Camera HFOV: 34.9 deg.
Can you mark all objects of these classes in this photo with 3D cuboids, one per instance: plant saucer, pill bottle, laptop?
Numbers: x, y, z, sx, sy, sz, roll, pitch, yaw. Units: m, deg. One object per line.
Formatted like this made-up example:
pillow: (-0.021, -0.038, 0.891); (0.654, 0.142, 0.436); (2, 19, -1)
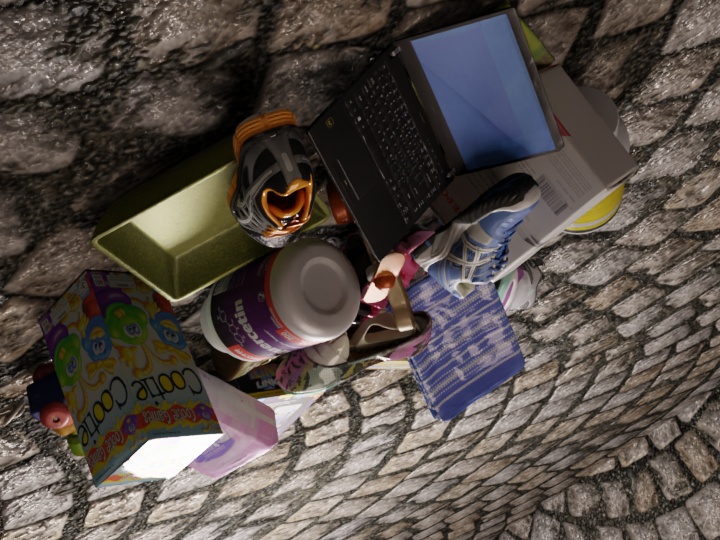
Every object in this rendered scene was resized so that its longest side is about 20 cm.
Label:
plant saucer: (-0.148, -0.061, 1.146); (0.199, 0.048, 0.200); (-28, 157, 5)
pill bottle: (-0.097, 0.039, 1.281); (0.112, 0.113, 0.200); (-6, 170, -39)
laptop: (0.076, -0.124, 1.084); (0.200, 0.103, 0.178); (-48, 132, -21)
pill bottle: (0.256, -0.129, 1.337); (0.112, 0.112, 0.200); (-25, 157, -2)

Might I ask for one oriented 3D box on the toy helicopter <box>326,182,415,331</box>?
toy helicopter: (0.029, -0.006, 1.236); (0.079, 0.133, 0.200); (-17, 128, 5)

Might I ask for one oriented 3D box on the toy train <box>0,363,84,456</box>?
toy train: (-0.346, 0.174, 1.333); (0.199, 0.085, 0.116); (-24, 130, -6)

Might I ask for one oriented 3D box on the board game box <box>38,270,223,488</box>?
board game box: (-0.245, 0.113, 1.213); (0.103, 0.201, 0.105); (-41, 153, 31)

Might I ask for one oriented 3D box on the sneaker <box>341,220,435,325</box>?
sneaker: (0.000, 0.000, 1.356); (0.200, 0.096, 0.079); (-39, 152, 8)

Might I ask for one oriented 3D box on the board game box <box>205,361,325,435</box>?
board game box: (-0.172, 0.197, 1.646); (0.199, 0.057, 0.165); (-4, 150, -41)

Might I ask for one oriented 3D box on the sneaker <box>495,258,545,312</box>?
sneaker: (0.204, 0.050, 1.698); (0.139, 0.078, 0.200); (-6, 150, -38)

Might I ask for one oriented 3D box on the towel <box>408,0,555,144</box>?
towel: (0.093, -0.185, 1.169); (0.200, 0.023, 0.144); (-35, 155, 17)

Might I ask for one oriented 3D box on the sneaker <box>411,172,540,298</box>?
sneaker: (0.134, -0.036, 1.200); (0.076, 0.077, 0.200); (-37, 178, -33)

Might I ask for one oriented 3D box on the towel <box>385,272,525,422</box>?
towel: (0.122, 0.084, 1.434); (0.144, 0.024, 0.200); (-32, 121, -10)

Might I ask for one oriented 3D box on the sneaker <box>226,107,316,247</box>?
sneaker: (-0.077, -0.065, 1.054); (0.078, 0.077, 0.200); (-24, 158, -10)

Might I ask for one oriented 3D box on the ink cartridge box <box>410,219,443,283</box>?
ink cartridge box: (0.142, -0.034, 1.473); (0.200, 0.067, 0.116); (-37, 155, 24)

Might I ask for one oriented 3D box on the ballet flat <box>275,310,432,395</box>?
ballet flat: (-0.005, 0.083, 1.319); (0.199, 0.069, 0.071); (-15, 143, -23)

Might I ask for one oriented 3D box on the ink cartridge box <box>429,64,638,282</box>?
ink cartridge box: (0.175, -0.101, 1.233); (0.085, 0.146, 0.200); (-30, 171, -45)

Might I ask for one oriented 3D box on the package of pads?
package of pads: (-0.214, 0.189, 1.471); (0.120, 0.076, 0.200); (-35, 130, 26)

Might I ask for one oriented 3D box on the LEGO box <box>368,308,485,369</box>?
LEGO box: (0.062, 0.089, 1.518); (0.199, 0.078, 0.149); (3, 171, -25)

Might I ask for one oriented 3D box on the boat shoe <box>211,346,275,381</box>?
boat shoe: (-0.121, 0.076, 1.440); (0.063, 0.074, 0.200); (-14, 165, -40)
